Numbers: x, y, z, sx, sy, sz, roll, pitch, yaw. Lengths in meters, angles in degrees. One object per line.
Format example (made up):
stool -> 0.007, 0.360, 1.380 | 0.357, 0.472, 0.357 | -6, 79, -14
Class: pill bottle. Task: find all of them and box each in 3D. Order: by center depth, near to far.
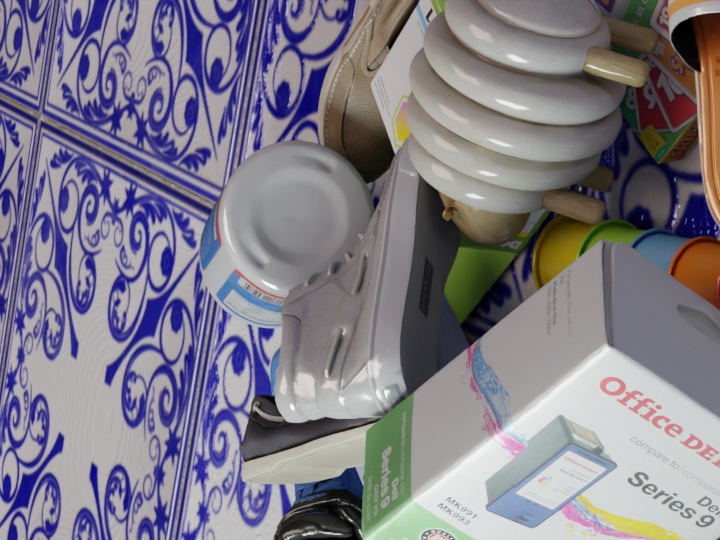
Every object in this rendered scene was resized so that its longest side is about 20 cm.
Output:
pill bottle -> -0.060, -0.019, 1.434 | 0.200, 0.111, 0.113 | 140, 131, -75

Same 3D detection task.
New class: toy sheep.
toy sheep -> 0.092, -0.104, 1.114 | 0.138, 0.137, 0.202 | 52, 134, 51

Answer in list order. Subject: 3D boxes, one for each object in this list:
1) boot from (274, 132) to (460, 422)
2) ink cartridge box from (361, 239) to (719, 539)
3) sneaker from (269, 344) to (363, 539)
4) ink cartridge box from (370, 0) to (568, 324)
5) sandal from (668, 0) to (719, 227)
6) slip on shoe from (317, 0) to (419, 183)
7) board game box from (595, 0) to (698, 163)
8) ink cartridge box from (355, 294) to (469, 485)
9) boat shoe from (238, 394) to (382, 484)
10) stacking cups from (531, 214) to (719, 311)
boot -> 0.000, 0.000, 1.166 | 0.095, 0.074, 0.201 | -8, 48, 24
ink cartridge box -> 0.116, 0.096, 1.047 | 0.200, 0.145, 0.088 | -42, 28, 32
sneaker -> -0.021, 0.140, 1.311 | 0.076, 0.111, 0.201 | -28, 82, 27
ink cartridge box -> 0.055, -0.068, 1.304 | 0.200, 0.075, 0.149 | -55, 41, 40
sandal -> 0.203, -0.121, 1.040 | 0.079, 0.059, 0.209 | -9, 80, 25
slip on shoe -> 0.029, -0.144, 1.370 | 0.201, 0.075, 0.061 | -64, 29, 21
board game box -> 0.151, -0.170, 1.147 | 0.201, 0.030, 0.096 | 60, 137, 25
ink cartridge box -> 0.029, 0.080, 1.251 | 0.120, 0.042, 0.201 | -57, 43, 40
boat shoe -> -0.010, 0.087, 1.208 | 0.199, 0.072, 0.063 | -23, 65, 50
stacking cups -> 0.181, 0.002, 1.101 | 0.199, 0.060, 0.061 | 8, 93, 56
